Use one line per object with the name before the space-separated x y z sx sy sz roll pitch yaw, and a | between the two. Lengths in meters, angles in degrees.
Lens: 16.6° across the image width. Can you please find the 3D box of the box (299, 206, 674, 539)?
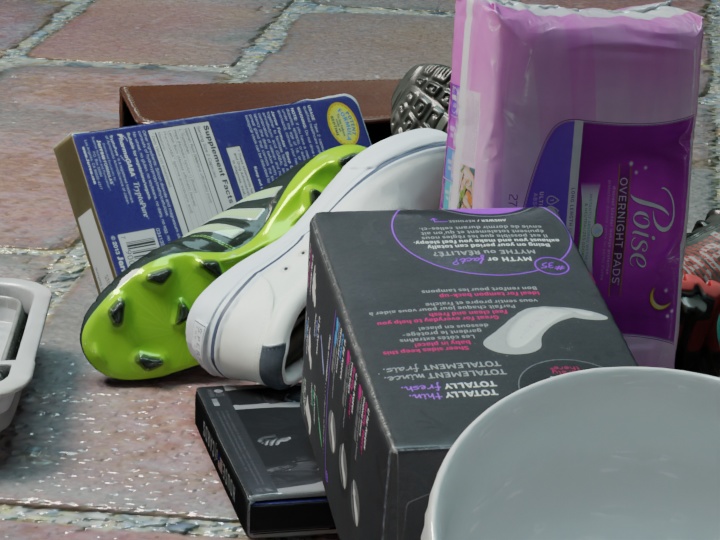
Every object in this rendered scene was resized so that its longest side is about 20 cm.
box | 0.048 0.064 1.072 0.121 0.107 0.200 -2 29 -10

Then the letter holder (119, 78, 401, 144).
letter holder | -0.040 -0.050 1.512 0.198 0.101 0.142 -3 19 -14

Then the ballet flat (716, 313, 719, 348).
ballet flat | 0.270 0.063 1.243 0.071 0.070 0.199 10 10 -46

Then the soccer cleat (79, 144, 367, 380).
soccer cleat | -0.069 -0.002 1.351 0.199 0.068 0.081 -34 9 -18

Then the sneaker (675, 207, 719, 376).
sneaker | 0.193 0.008 1.351 0.199 0.071 0.098 -3 45 -18

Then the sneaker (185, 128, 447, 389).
sneaker | 0.000 0.000 1.282 0.071 0.073 0.200 26 54 33

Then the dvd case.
dvd case | 0.029 0.086 1.197 0.198 0.025 0.150 -2 17 -13

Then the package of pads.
package of pads | 0.102 -0.035 1.221 0.120 0.202 0.076 0 10 -17

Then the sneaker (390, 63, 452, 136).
sneaker | 0.098 -0.047 1.484 0.200 0.076 0.091 45 16 10

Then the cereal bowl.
cereal bowl | 0.114 0.131 0.899 0.198 0.084 0.201 6 41 -5

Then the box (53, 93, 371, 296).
box | -0.070 -0.031 1.420 0.199 0.122 0.032 -11 -12 -35

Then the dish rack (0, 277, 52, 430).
dish rack | -0.247 0.049 1.261 0.170 0.044 0.200 0 17 -2
